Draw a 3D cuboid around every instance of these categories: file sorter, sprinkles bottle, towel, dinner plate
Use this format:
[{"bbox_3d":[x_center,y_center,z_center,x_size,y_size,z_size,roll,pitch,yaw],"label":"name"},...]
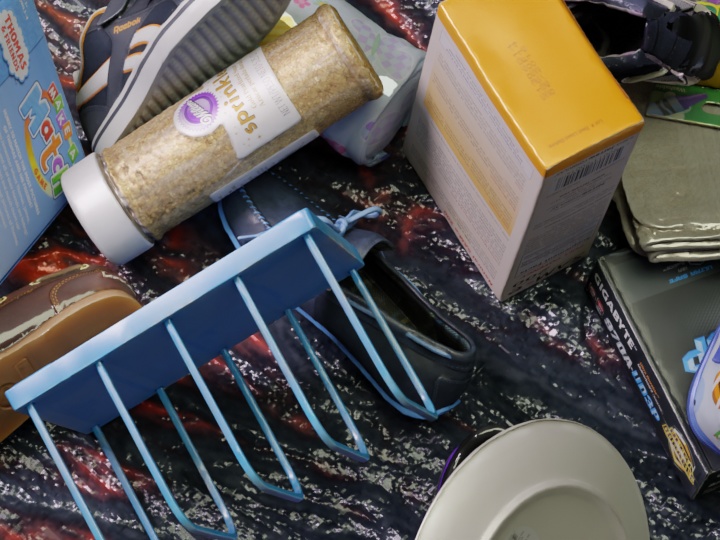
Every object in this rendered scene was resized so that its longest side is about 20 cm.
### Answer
[{"bbox_3d":[-0.073,0.077,1.501,0.199,0.139,0.123,-31,76,6],"label":"file sorter"},{"bbox_3d":[-0.084,-0.083,1.599,0.200,0.068,0.068,-33,72,4],"label":"sprinkles bottle"},{"bbox_3d":[0.225,-0.081,1.687,0.132,0.035,0.201,-1,47,-3],"label":"towel"},{"bbox_3d":[0.103,0.186,1.504,0.199,0.024,0.201,-7,101,-39],"label":"dinner plate"}]

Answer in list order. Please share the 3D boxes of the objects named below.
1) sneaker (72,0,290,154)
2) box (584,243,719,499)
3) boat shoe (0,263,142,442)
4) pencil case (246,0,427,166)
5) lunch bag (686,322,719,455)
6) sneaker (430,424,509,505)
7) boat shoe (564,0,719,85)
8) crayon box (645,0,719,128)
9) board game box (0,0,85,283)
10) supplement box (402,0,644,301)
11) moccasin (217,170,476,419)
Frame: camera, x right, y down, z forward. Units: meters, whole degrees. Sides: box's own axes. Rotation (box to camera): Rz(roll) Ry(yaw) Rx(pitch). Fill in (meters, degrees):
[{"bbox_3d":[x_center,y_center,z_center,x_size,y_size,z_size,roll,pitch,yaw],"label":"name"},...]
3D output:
[{"bbox_3d":[-0.119,-0.148,1.608,0.078,0.200,0.080,-6,60,-46],"label":"sneaker"},{"bbox_3d":[0.264,0.037,1.661,0.199,0.046,0.159,-18,68,-17],"label":"box"},{"bbox_3d":[-0.224,0.060,1.565,0.199,0.071,0.070,-25,34,-13],"label":"boat shoe"},{"bbox_3d":[-0.048,-0.154,1.679,0.200,0.083,0.091,34,29,8],"label":"pencil case"},{"bbox_3d":[0.293,0.040,1.579,0.160,0.076,0.201,29,79,-11],"label":"lunch bag"},{"bbox_3d":[0.062,0.179,1.530,0.069,0.100,0.201,10,63,-2],"label":"sneaker"},{"bbox_3d":[0.123,-0.158,1.656,0.199,0.093,0.075,7,92,35],"label":"boat shoe"},{"bbox_3d":[0.265,-0.175,1.718,0.125,0.052,0.201,11,48,8],"label":"crayon box"},{"bbox_3d":[-0.238,-0.061,1.543,0.036,0.152,0.200,6,40,28],"label":"board game box"},{"bbox_3d":[0.096,-0.083,1.605,0.073,0.200,0.126,-27,73,-16],"label":"supplement box"},{"bbox_3d":[0.000,0.000,1.615,0.200,0.068,0.080,42,41,9],"label":"moccasin"}]
